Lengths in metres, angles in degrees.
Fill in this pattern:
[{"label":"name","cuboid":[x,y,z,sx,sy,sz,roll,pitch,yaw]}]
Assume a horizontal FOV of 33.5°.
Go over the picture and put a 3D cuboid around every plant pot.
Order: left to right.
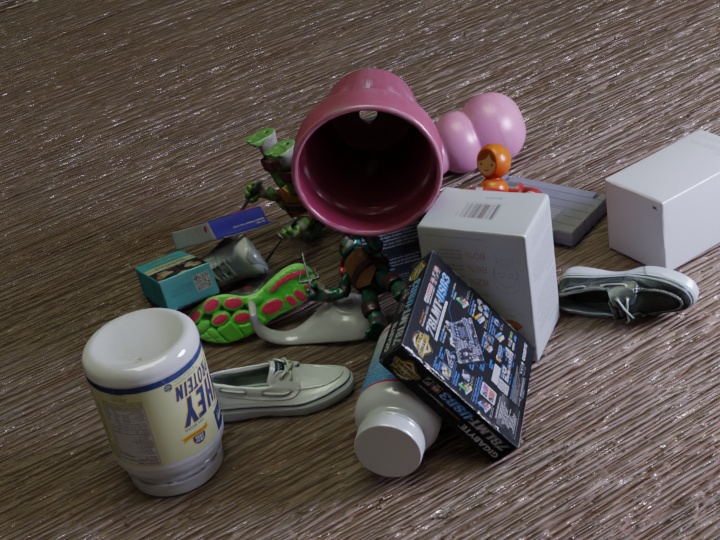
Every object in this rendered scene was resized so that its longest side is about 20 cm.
[{"label":"plant pot","cuboid":[0.012,-0.177,1.612,0.199,0.201,0.179,-6,36,8]}]

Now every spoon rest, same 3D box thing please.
[{"label":"spoon rest","cuboid":[-0.062,0.072,1.719,0.199,0.061,0.100,-1,32,-9]}]

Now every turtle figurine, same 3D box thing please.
[{"label":"turtle figurine","cuboid":[-0.142,-0.110,1.892,0.199,0.195,0.144,-11,34,6]},{"label":"turtle figurine","cuboid":[0.000,0.000,1.673,0.100,0.150,0.200,1,37,-39]}]

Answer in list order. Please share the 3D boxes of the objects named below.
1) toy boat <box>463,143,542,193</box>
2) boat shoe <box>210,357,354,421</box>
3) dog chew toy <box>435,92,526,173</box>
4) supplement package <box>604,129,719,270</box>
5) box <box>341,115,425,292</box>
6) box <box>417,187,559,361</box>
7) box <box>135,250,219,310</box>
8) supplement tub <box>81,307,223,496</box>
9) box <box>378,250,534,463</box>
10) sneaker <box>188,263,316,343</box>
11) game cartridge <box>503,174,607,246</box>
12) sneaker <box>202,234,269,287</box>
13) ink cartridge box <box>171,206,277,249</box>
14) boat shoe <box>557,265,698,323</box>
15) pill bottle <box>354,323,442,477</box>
[{"label":"toy boat","cuboid":[0.196,-0.120,1.756,0.130,0.132,0.200,0,12,19]},{"label":"boat shoe","cuboid":[-0.108,0.151,1.585,0.199,0.067,0.074,-14,32,-4]},{"label":"dog chew toy","cuboid":[0.179,-0.223,2.042,0.199,0.125,0.125,-23,33,-4]},{"label":"supplement package","cuboid":[0.472,-0.104,1.753,0.199,0.122,0.120,-26,34,-24]},{"label":"box","cuboid":[0.028,-0.103,1.820,0.123,0.198,0.200,-14,31,-6]},{"label":"box","cuboid":[0.175,0.004,1.601,0.151,0.201,0.106,7,37,25]},{"label":"box","cuboid":[-0.281,0.014,1.812,0.082,0.049,0.200,-23,13,-17]},{"label":"supplement tub","cuboid":[-0.251,0.164,1.483,0.144,0.201,0.145,-8,32,5]},{"label":"box","cuboid":[0.125,0.103,1.479,0.050,0.198,0.200,-39,18,33]},{"label":"sneaker","cuboid":[-0.158,0.052,1.771,0.199,0.077,0.084,-21,1,-7]},{"label":"game cartridge","cuboid":[0.276,-0.095,1.886,0.199,0.039,0.130,16,45,36]},{"label":"sneaker","cuboid":[-0.198,-0.006,1.832,0.080,0.071,0.200,-39,11,-17]},{"label":"ink cartridge box","cuboid":[-0.213,-0.067,1.854,0.094,0.037,0.200,-19,8,-29]},{"label":"boat shoe","cuboid":[0.357,0.041,1.625,0.199,0.072,0.071,1,41,37]},{"label":"pill bottle","cuboid":[0.054,0.158,1.484,0.108,0.109,0.200,-1,33,16]}]
